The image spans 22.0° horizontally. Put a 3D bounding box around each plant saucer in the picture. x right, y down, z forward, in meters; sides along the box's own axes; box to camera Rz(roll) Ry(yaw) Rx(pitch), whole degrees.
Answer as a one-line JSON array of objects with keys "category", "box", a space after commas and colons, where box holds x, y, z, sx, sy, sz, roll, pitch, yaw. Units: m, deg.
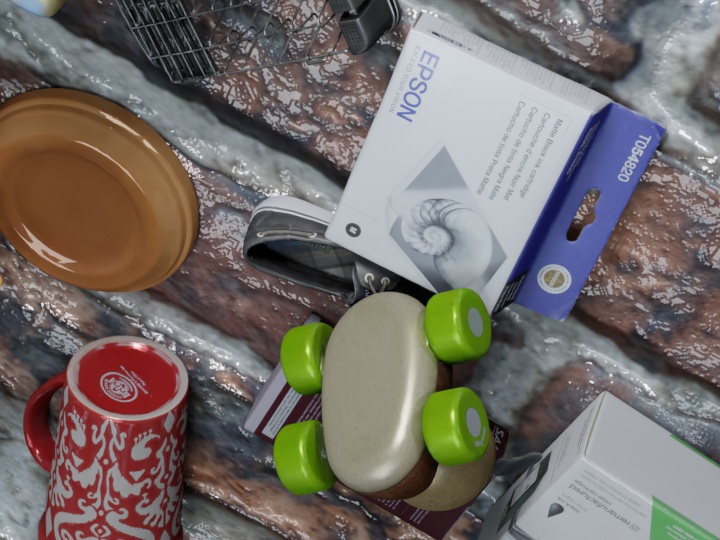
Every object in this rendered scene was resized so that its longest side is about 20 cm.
[{"category": "plant saucer", "box": [-0.231, -0.057, 1.524, 0.198, 0.038, 0.201, 11, 131, 13]}]

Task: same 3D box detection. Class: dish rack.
[{"category": "dish rack", "box": [-0.087, -0.210, 1.325, 0.198, 0.055, 0.154, -7, 123, 30]}]

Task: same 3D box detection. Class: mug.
[{"category": "mug", "box": [-0.235, 0.162, 1.649, 0.176, 0.134, 0.201, 17, 129, 6]}]

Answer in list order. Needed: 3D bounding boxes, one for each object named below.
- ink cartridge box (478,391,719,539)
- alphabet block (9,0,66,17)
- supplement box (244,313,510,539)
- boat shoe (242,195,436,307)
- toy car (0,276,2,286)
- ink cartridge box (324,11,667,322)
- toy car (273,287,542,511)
[{"category": "ink cartridge box", "box": [0.201, 0.216, 1.539, 0.145, 0.084, 0.200, 32, 134, -4]}, {"category": "alphabet block", "box": [-0.213, -0.322, 1.186, 0.194, 0.197, 0.200, 28, 133, -5]}, {"category": "supplement box", "box": [0.014, 0.134, 1.565, 0.199, 0.061, 0.109, 31, 133, -4]}, {"category": "boat shoe", "box": [0.000, 0.000, 1.454, 0.198, 0.066, 0.070, 22, 133, 5]}, {"category": "toy car", "box": [-0.351, -0.041, 1.487, 0.176, 0.185, 0.200, -24, 117, 36]}, {"category": "ink cartridge box", "box": [0.095, -0.063, 1.363, 0.199, 0.041, 0.201, 24, 125, 1]}, {"category": "toy car", "box": [0.055, 0.121, 1.440, 0.163, 0.159, 0.200, -14, 149, 31]}]
